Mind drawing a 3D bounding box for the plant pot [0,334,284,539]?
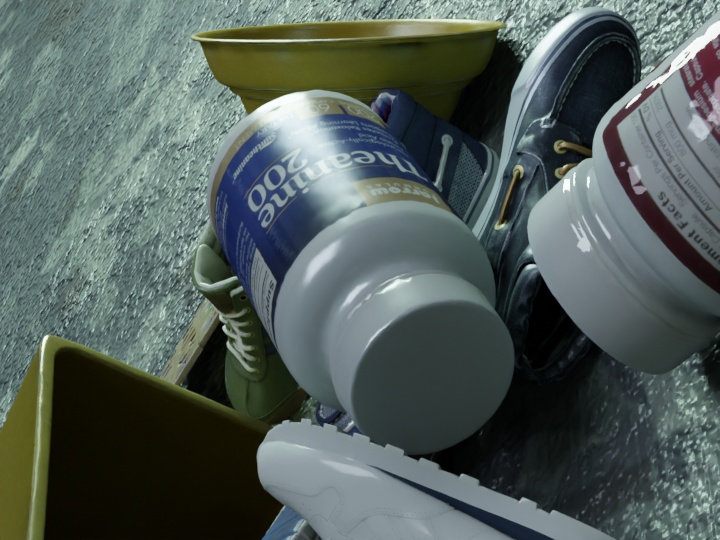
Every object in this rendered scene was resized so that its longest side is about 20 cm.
[{"bbox_3d":[-0.128,0.196,0.960,0.201,0.194,0.195,-55,24,26],"label":"plant pot"}]

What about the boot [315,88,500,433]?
[{"bbox_3d":[0.004,0.000,1.035,0.073,0.090,0.202,0,62,61],"label":"boot"}]

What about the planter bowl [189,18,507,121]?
[{"bbox_3d":[-0.006,-0.111,1.137,0.200,0.198,0.085,-158,63,-65],"label":"planter bowl"}]

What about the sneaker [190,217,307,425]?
[{"bbox_3d":[-0.068,0.007,1.073,0.067,0.089,0.202,33,121,34],"label":"sneaker"}]

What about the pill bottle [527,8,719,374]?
[{"bbox_3d":[0.171,-0.051,0.758,0.200,0.114,0.115,-43,29,30],"label":"pill bottle"}]

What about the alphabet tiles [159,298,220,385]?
[{"bbox_3d":[-0.098,0.023,1.228,0.167,0.006,0.200,-58,7,2],"label":"alphabet tiles"}]

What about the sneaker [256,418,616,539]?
[{"bbox_3d":[0.028,0.126,0.792,0.199,0.076,0.081,19,84,33],"label":"sneaker"}]

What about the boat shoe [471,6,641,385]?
[{"bbox_3d":[0.110,-0.037,0.917,0.091,0.070,0.202,17,83,64],"label":"boat shoe"}]

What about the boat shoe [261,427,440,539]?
[{"bbox_3d":[-0.001,0.135,0.905,0.072,0.073,0.200,-34,9,44],"label":"boat shoe"}]

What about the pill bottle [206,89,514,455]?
[{"bbox_3d":[0.000,0.000,0.892,0.111,0.110,0.200,-52,34,13],"label":"pill bottle"}]
